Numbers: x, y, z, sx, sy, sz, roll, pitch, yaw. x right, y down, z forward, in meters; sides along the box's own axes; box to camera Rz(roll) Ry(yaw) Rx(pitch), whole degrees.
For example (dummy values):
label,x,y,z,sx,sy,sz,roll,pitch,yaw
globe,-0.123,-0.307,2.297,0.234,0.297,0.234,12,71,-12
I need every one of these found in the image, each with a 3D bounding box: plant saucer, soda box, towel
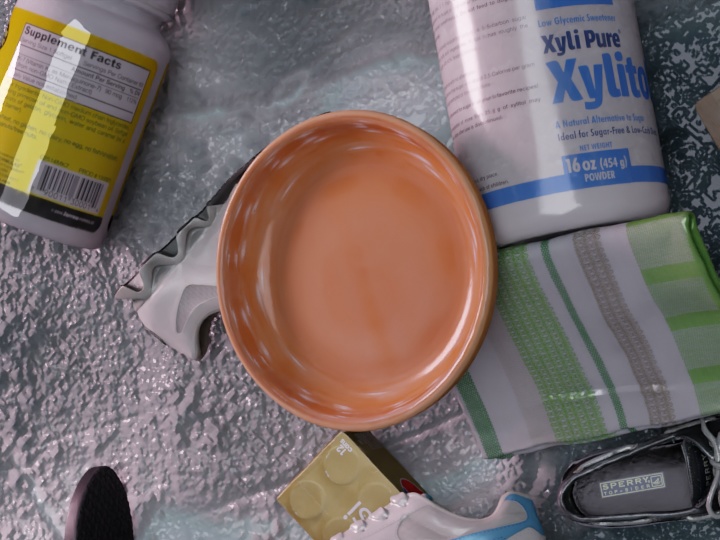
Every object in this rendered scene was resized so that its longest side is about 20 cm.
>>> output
label,x,y,z,sx,sy,sz,roll,pitch,yaw
plant saucer,0.000,0.000,1.104,0.200,0.037,0.200,0,90,30
soda box,0.040,0.198,1.156,0.068,0.064,0.200,-46,77,9
towel,0.137,0.046,1.092,0.200,0.031,0.149,-14,118,32

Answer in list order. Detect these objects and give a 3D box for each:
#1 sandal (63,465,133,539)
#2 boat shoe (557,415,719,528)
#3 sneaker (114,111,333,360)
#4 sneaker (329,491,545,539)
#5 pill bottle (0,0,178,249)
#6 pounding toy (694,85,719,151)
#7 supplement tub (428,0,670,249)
label,x,y,z,sx,sy,sz,roll,pitch,yaw
sandal,-0.195,0.235,1.213,0.045,0.075,0.200,2,90,26
boat shoe,0.221,0.123,1.110,0.199,0.068,0.074,-9,85,14
sneaker,-0.069,-0.021,1.198,0.089,0.074,0.200,46,104,3
sneaker,0.018,0.182,1.097,0.200,0.077,0.081,-5,78,9
pill bottle,-0.199,-0.125,1.210,0.114,0.114,0.200,21,92,15
pounding toy,0.299,-0.054,1.045,0.200,0.142,0.184,-36,77,36
supplement tub,0.118,-0.118,1.118,0.132,0.132,0.200,-11,85,14
